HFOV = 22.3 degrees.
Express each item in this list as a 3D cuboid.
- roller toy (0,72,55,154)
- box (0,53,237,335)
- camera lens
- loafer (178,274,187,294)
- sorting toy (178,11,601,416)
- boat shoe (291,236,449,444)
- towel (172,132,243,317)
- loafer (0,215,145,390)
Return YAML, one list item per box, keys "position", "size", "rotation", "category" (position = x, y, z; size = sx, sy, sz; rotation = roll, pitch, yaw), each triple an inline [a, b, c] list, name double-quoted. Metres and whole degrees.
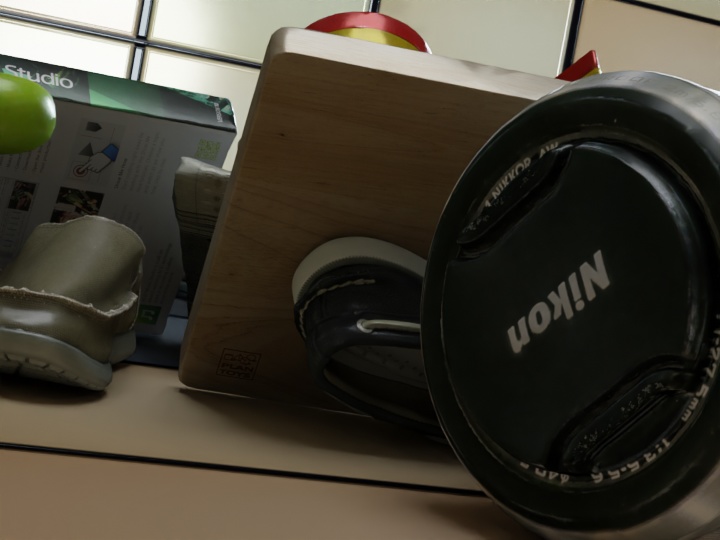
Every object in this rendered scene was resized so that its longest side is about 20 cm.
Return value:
- position: [-0.252, -0.046, 0.787]
  size: [0.199, 0.141, 0.182]
  rotation: [0, -4, 32]
  category: "roller toy"
- position: [-0.180, -0.042, 0.963]
  size: [0.199, 0.145, 0.036]
  rotation: [9, 35, -23]
  category: "box"
- position: [0.133, 0.020, 0.660]
  size: [0.199, 0.161, 0.159]
  rotation: [8, 4, -45]
  category: "camera lens"
- position: [-0.110, -0.012, 1.326]
  size: [0.199, 0.063, 0.072]
  rotation: [13, 4, 41]
  category: "loafer"
- position: [0.037, -0.023, 0.806]
  size: [0.199, 0.199, 0.070]
  rotation: [10, 44, -11]
  category: "sorting toy"
- position: [0.058, 0.052, 0.788]
  size: [0.199, 0.076, 0.061]
  rotation: [19, 38, -21]
  category: "boat shoe"
- position: [0.000, 0.000, 0.957]
  size: [0.199, 0.035, 0.193]
  rotation: [10, -27, 2]
  category: "towel"
- position: [-0.136, 0.008, 0.810]
  size: [0.075, 0.070, 0.200]
  rotation: [10, 3, -3]
  category: "loafer"
